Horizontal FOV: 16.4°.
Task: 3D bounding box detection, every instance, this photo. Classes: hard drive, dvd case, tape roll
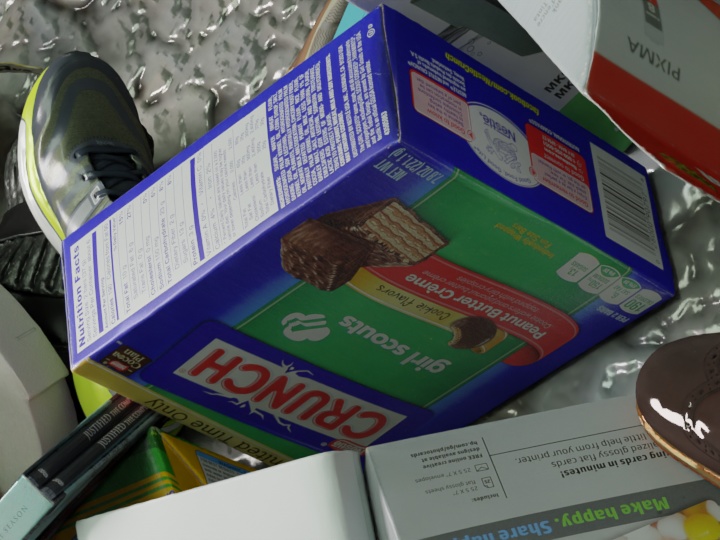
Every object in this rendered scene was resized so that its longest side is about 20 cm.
[{"bbox_3d":[-0.038,0.180,0.950,0.132,0.026,0.201,-18,77,34],"label":"hard drive"},{"bbox_3d":[-0.139,0.105,1.098,0.146,0.022,0.200,-48,-3,24],"label":"dvd case"},{"bbox_3d":[-0.233,0.080,1.272,0.202,0.037,0.203,11,114,25],"label":"tape roll"}]

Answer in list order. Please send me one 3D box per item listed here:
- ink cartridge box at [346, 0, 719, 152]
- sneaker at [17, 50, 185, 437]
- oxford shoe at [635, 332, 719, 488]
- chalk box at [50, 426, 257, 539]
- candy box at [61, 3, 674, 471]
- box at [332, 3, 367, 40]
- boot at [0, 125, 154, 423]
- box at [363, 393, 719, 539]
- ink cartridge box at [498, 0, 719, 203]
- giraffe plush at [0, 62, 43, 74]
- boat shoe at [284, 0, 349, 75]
[{"bbox_3d":[0.075,-0.154,1.029,0.146,0.200,0.084,-47,43,21],"label":"ink cartridge box"},{"bbox_3d":[-0.110,-0.018,1.228,0.081,0.074,0.200,-33,71,54],"label":"sneaker"},{"bbox_3d":[0.167,0.044,0.864,0.200,0.073,0.071,8,67,46],"label":"oxford shoe"},{"bbox_3d":[-0.091,0.191,1.093,0.200,0.124,0.124,-46,43,20],"label":"chalk box"},{"bbox_3d":[0.000,0.000,1.056,0.200,0.169,0.077,-33,46,33],"label":"candy box"},{"bbox_3d":[0.036,-0.102,1.141,0.049,0.082,0.200,19,86,50],"label":"box"},{"bbox_3d":[-0.194,0.010,1.338,0.211,0.079,0.158,-15,65,32],"label":"boot"},{"bbox_3d":[0.100,0.133,0.896,0.041,0.155,0.200,92,164,-46],"label":"box"},{"bbox_3d":[0.139,-0.058,0.908,0.050,0.162,0.200,-56,27,11],"label":"ink cartridge box"},{"bbox_3d":[-0.282,-0.039,1.431,0.199,0.173,0.163,0,80,19],"label":"giraffe plush"},{"bbox_3d":[-0.025,-0.061,1.195,0.072,0.076,0.200,12,78,53],"label":"boat shoe"}]
